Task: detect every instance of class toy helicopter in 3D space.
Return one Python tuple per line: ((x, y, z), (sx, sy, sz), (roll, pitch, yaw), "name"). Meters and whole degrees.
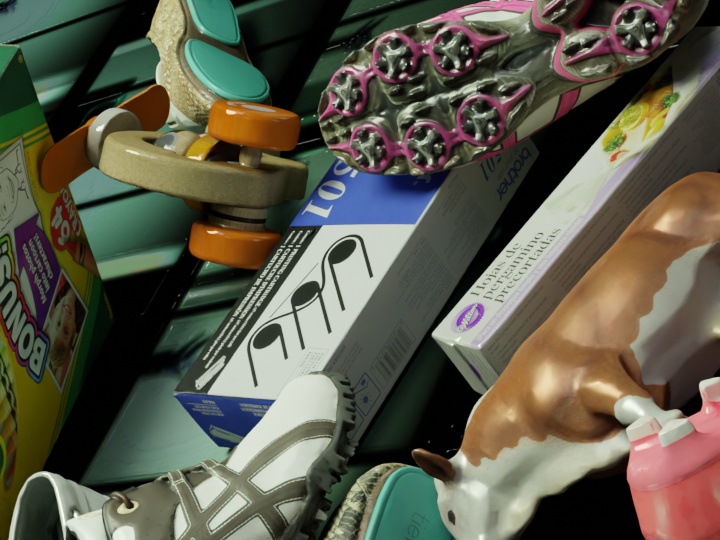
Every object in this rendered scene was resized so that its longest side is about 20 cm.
((-0.090, -0.061, 1.041), (0.131, 0.079, 0.200), (11, 10, 7), "toy helicopter")

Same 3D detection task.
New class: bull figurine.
((0.110, 0.037, 0.747), (0.121, 0.065, 0.200), (11, 57, 50), "bull figurine")

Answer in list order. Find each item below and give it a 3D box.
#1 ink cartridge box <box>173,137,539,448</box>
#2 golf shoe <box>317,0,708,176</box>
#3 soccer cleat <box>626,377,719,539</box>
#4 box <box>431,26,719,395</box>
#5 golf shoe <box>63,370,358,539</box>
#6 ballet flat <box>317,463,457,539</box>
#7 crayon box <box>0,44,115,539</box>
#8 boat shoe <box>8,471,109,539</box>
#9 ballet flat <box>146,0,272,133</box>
((0.000, 0.000, 0.940), (0.094, 0.044, 0.200), (1, 48, 46), "ink cartridge box")
((0.075, -0.098, 0.913), (0.199, 0.073, 0.092), (-21, -1, 23), "golf shoe")
((0.185, 0.049, 0.660), (0.199, 0.077, 0.067), (-26, 6, -11), "soccer cleat")
((0.113, -0.028, 0.856), (0.200, 0.041, 0.039), (-49, 30, -16), "box")
((-0.066, 0.103, 0.774), (0.200, 0.094, 0.078), (-62, 0, -43), "golf shoe")
((-0.010, 0.159, 0.728), (0.075, 0.068, 0.200), (-44, 15, 37), "ballet flat")
((-0.202, 0.015, 0.986), (0.058, 0.201, 0.173), (3, 45, 17), "crayon box")
((-0.128, 0.176, 0.784), (0.073, 0.067, 0.201), (-29, 44, 23), "boat shoe")
((-0.100, -0.121, 1.217), (0.065, 0.070, 0.200), (-58, 21, 20), "ballet flat")
